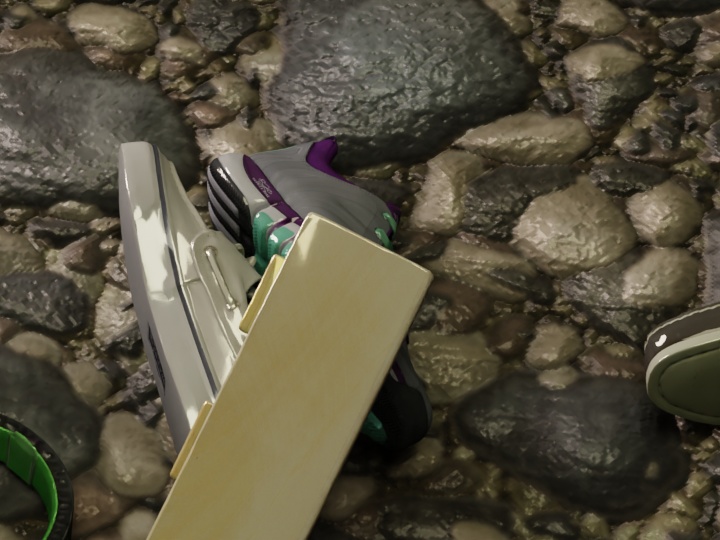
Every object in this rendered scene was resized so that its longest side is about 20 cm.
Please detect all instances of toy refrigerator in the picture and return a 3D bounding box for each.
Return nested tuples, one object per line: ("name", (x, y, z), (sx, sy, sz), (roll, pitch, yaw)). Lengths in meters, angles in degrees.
("toy refrigerator", (-0.042, 0.080, 1.015), (0.070, 0.076, 0.201), (26, 84, 2))

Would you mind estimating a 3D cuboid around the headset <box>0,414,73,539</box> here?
("headset", (-0.221, 0.123, 1.027), (0.123, 0.094, 0.200), (35, 48, 23))

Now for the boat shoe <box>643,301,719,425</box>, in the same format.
("boat shoe", (0.230, 0.029, 1.123), (0.200, 0.072, 0.061), (-6, 48, -14))

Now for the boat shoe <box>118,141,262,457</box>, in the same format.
("boat shoe", (-0.076, 0.017, 1.125), (0.065, 0.072, 0.201), (-10, 54, -14))

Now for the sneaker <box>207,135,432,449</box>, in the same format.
("sneaker", (0.000, 0.000, 1.139), (0.087, 0.075, 0.200), (-21, 55, -22))
